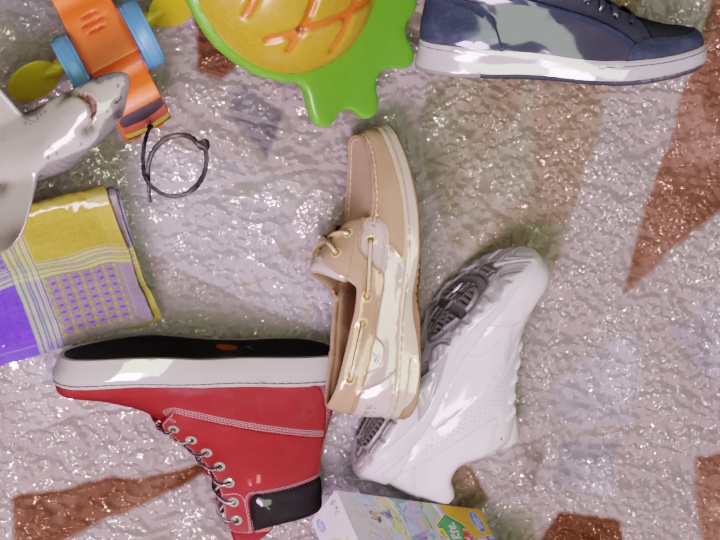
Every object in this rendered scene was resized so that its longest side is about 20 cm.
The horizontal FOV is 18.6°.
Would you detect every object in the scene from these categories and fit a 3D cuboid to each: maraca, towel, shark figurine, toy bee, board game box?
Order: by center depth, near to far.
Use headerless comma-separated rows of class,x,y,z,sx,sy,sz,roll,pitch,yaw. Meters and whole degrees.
shark figurine,-0.251,-0.089,1.405,0.213,0.089,0.129,16,96,14
maraca,-0.040,-0.183,1.442,0.200,0.107,0.137,45,77,-31
toy bee,-0.166,-0.127,1.444,0.130,0.109,0.201,-7,78,0
towel,-0.237,0.016,1.450,0.199,0.023,0.144,-16,142,-6
board game box,0.060,0.240,1.471,0.134,0.200,0.034,12,128,-38

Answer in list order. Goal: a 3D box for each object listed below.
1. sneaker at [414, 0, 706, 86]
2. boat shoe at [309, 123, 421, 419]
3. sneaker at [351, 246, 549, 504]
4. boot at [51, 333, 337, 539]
sneaker,0.142,-0.202,1.482,0.201,0.077,0.147,2,104,-9
boat shoe,0.000,0.000,1.481,0.069,0.074,0.201,-1,81,-16
sneaker,0.080,0.076,1.539,0.099,0.078,0.200,30,104,-21
boot,-0.115,0.119,1.505,0.199,0.072,0.145,3,103,-19
